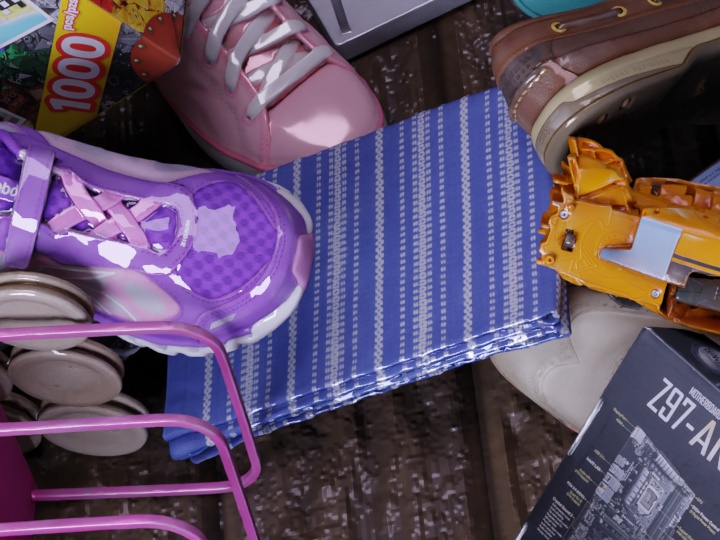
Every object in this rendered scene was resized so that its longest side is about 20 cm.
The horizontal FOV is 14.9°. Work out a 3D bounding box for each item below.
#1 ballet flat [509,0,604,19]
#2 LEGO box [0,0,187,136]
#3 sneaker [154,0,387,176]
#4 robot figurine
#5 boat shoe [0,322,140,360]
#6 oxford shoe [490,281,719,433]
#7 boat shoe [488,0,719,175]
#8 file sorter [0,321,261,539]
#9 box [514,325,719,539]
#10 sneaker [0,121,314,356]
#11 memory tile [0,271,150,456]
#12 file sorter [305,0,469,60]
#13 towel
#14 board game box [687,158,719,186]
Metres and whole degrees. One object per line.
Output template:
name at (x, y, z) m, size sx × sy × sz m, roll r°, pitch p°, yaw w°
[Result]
ballet flat at (0.167, -0.158, 1.298) m, size 0.199 × 0.073 × 0.073 m, roll -11°, pitch 53°, yaw 14°
LEGO box at (-0.196, -0.116, 1.250) m, size 0.199 × 0.149 × 0.078 m, roll -29°, pitch 44°, yaw 37°
sneaker at (-0.070, -0.120, 1.301) m, size 0.075 × 0.105 × 0.200 m, roll -38°, pitch 56°, yaw -16°
robot figurine at (0.170, 0.000, 1.101) m, size 0.199 × 0.145 × 0.059 m, roll 15°, pitch 100°, yaw 1°
boat shoe at (-0.114, 0.015, 1.227) m, size 0.199 × 0.072 × 0.068 m, roll -14°, pitch 73°, yaw 18°
oxford shoe at (0.130, 0.051, 1.132) m, size 0.199 × 0.074 × 0.071 m, roll 21°, pitch 96°, yaw 28°
boat shoe at (0.140, -0.104, 1.214) m, size 0.199 × 0.072 × 0.068 m, roll -21°, pitch 63°, yaw -36°
file sorter at (-0.110, 0.136, 1.107) m, size 0.124 × 0.139 × 0.201 m, roll -3°, pitch 54°, yaw 8°
box at (0.144, 0.143, 1.038) m, size 0.200 × 0.043 × 0.161 m, roll 42°, pitch 112°, yaw 35°
sneaker at (-0.116, -0.020, 1.149) m, size 0.199 × 0.088 × 0.081 m, roll 12°, pitch 78°, yaw 25°
memory tile at (-0.197, 0.041, 1.186) m, size 0.198 × 0.154 × 0.017 m, roll -1°, pitch 60°, yaw 12°
file sorter at (0.042, -0.226, 1.336) m, size 0.199 × 0.125 × 0.139 m, roll -26°, pitch 53°, yaw -5°
towel at (0.000, 0.000, 1.216) m, size 0.199 × 0.024 × 0.146 m, roll -19°, pitch 48°, yaw 22°
board game box at (0.210, -0.029, 1.216) m, size 0.199 × 0.019 × 0.103 m, roll -35°, pitch 53°, yaw -11°
